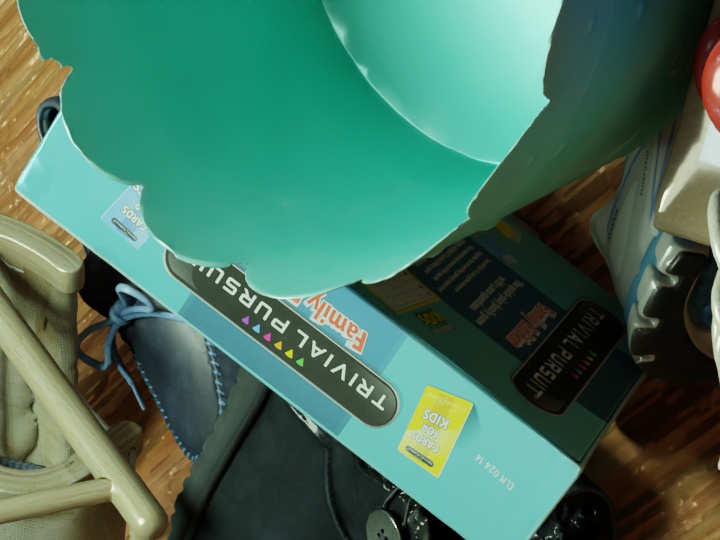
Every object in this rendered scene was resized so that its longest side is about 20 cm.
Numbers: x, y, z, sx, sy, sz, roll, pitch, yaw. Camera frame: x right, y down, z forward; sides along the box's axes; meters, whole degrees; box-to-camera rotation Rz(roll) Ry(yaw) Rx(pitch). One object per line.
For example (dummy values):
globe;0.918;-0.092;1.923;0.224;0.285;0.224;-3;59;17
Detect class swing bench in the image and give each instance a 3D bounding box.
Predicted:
swing bench;-0.164;0.102;1.099;0.200;0.129;0.201;95;160;-47

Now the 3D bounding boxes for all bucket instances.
bucket;0.011;-0.104;0.759;0.206;0.134;0.209;9;106;34

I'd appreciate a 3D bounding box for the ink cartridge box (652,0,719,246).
ink cartridge box;0.190;-0.083;0.719;0.164;0.075;0.201;19;101;22

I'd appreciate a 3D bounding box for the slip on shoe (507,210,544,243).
slip on shoe;0.001;-0.038;1.016;0.199;0.076;0.061;12;69;51

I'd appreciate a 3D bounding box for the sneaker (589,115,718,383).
sneaker;0.130;-0.065;0.852;0.201;0.075;0.087;-59;38;27

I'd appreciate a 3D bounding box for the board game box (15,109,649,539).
board game box;0.000;0.000;0.866;0.200;0.151;0.047;38;112;6

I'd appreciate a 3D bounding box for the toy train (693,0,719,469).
toy train;0.146;-0.050;0.666;0.085;0.115;0.201;-54;-39;-80

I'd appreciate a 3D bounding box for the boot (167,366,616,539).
boot;0.008;0.113;0.974;0.168;0.076;0.201;49;132;35

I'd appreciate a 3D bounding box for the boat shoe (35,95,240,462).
boat shoe;-0.100;0.006;1.133;0.084;0.068;0.201;-55;47;32
